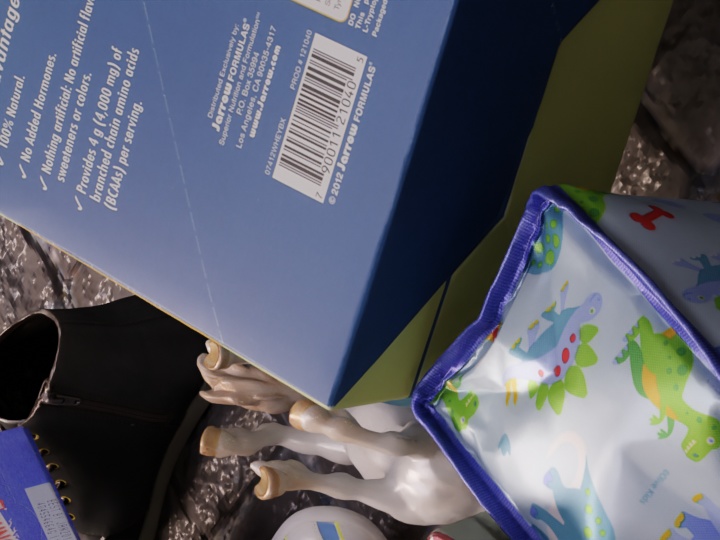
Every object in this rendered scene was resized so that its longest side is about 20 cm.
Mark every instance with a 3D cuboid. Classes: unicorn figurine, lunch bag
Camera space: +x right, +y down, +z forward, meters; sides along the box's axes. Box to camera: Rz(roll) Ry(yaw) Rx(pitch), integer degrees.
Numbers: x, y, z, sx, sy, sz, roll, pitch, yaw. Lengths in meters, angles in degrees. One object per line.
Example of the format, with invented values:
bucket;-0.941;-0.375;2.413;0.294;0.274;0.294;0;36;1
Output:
unicorn figurine;0.014;0.080;0.954;0.074;0.137;0.200;-62;33;24
lunch bag;0.146;0.066;0.765;0.200;0.170;0.128;51;125;35

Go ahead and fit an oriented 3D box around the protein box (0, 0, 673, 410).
protein box;-0.016;-0.086;0.839;0.200;0.135;0.199;28;110;33

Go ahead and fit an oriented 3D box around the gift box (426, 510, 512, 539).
gift box;0.079;0.200;0.809;0.200;0.187;0.185;41;104;14

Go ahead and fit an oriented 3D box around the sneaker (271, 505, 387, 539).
sneaker;-0.019;0.205;0.988;0.105;0.075;0.201;-85;-1;-70

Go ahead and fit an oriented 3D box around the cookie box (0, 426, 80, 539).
cookie box;-0.145;0.198;1.025;0.171;0.075;0.201;-129;29;-58

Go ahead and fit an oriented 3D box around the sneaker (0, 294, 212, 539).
sneaker;-0.148;0.089;1.124;0.075;0.106;0.200;45;122;36

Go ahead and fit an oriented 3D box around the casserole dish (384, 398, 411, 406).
casserole dish;0.000;0.000;0.967;0.200;0.121;0.039;26;136;41
